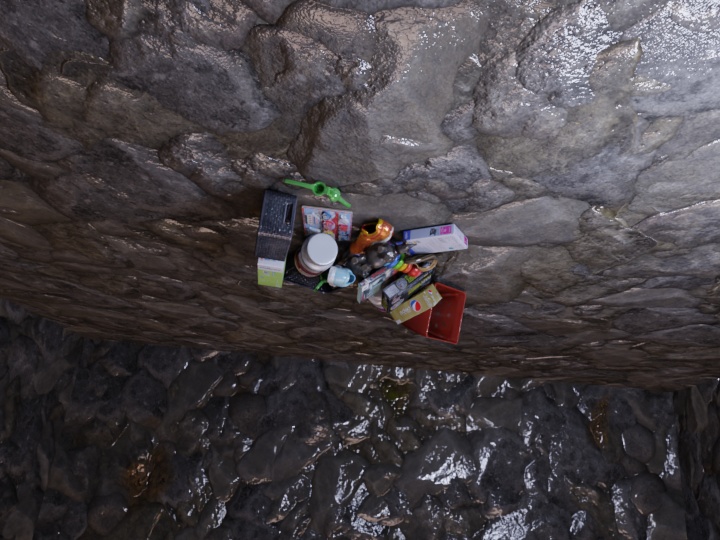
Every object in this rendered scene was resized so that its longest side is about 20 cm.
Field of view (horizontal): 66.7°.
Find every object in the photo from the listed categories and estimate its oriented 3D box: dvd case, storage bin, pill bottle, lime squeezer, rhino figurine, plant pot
[{"bbox_3d":[0.074,0.026,1.858,0.199,0.022,0.146,-35,161,-16],"label":"dvd case"},{"bbox_3d":[-0.242,-0.123,1.550,0.092,0.137,0.200,9,159,-10],"label":"storage bin"},{"bbox_3d":[0.081,0.082,2.033,0.110,0.113,0.200,1,165,13],"label":"pill bottle"},{"bbox_3d":[-0.098,-0.211,1.449,0.198,0.038,0.071,18,-172,-27],"label":"lime squeezer"},{"bbox_3d":[0.075,-0.048,1.633,0.197,0.061,0.087,-20,176,14],"label":"rhino figurine"},{"bbox_3d":[-0.130,0.034,1.817,0.070,0.038,0.200,-35,-179,-8],"label":"lime squeezer"},{"bbox_3d":[-0.140,-0.050,1.732,0.112,0.116,0.200,11,168,-14],"label":"pill bottle"},{"bbox_3d":[-0.160,0.003,1.947,0.198,0.095,0.135,18,156,-31],"label":"storage bin"},{"bbox_3d":[0.263,0.157,2.098,0.175,0.203,0.198,5,171,46],"label":"plant pot"}]

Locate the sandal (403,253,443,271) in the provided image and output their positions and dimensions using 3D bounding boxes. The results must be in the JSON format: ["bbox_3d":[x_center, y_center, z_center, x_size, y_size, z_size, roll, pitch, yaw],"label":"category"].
[{"bbox_3d":[0.207,-0.024,1.750,0.081,0.056,0.199,-7,178,30],"label":"sandal"}]

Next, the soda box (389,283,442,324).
[{"bbox_3d":[0.196,0.123,1.975,0.199,0.064,0.068,-33,-177,44],"label":"soda box"}]

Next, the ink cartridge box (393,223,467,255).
[{"bbox_3d":[0.214,-0.092,1.671,0.197,0.043,0.119,-9,157,29],"label":"ink cartridge box"}]

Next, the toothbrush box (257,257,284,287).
[{"bbox_3d":[-0.282,-0.047,1.775,0.085,0.148,0.200,9,160,-8],"label":"toothbrush box"}]

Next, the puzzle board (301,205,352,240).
[{"bbox_3d":[-0.101,-0.139,1.669,0.148,0.018,0.200,6,159,-1],"label":"puzzle board"}]

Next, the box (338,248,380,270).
[{"bbox_3d":[0.035,-0.030,1.897,0.197,0.033,0.121,13,158,-20],"label":"box"}]

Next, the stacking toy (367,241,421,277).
[{"bbox_3d":[0.119,-0.031,1.762,0.199,0.087,0.085,28,151,-31],"label":"stacking toy"}]

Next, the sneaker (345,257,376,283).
[{"bbox_3d":[0.000,0.000,1.857,0.090,0.077,0.200,21,164,14],"label":"sneaker"}]

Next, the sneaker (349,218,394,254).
[{"bbox_3d":[0.022,-0.108,1.666,0.077,0.074,0.199,34,143,-21],"label":"sneaker"}]

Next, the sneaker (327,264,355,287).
[{"bbox_3d":[-0.057,0.026,1.783,0.081,0.075,0.200,18,-176,4],"label":"sneaker"}]

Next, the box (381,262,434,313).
[{"bbox_3d":[0.162,0.054,1.894,0.199,0.044,0.161,-35,162,-12],"label":"box"}]
